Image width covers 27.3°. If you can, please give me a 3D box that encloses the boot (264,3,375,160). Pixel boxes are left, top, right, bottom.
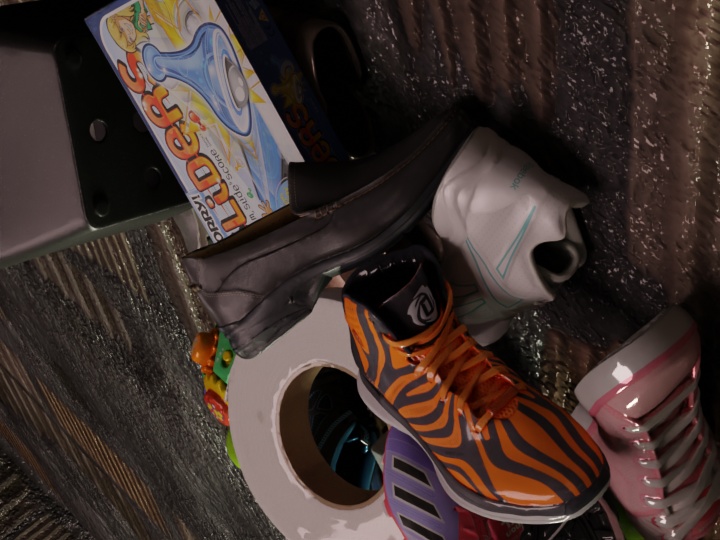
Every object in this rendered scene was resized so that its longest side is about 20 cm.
[{"bbox_3d":[-0.065,-0.149,0.959,0.146,0.070,0.201,9,134,53],"label":"boot"}]

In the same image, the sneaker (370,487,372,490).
[{"bbox_3d":[-0.053,0.120,1.261,0.087,0.074,0.202,-18,86,34],"label":"sneaker"}]

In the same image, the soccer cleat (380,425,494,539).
[{"bbox_3d":[0.064,0.176,0.916,0.076,0.066,0.201,-40,52,47],"label":"soccer cleat"}]

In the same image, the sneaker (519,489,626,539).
[{"bbox_3d":[0.134,0.162,0.905,0.079,0.074,0.200,34,-162,-25],"label":"sneaker"}]

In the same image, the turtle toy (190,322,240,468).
[{"bbox_3d":[-0.091,0.113,1.371,0.145,0.101,0.201,37,155,34],"label":"turtle toy"}]

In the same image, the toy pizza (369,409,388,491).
[{"bbox_3d":[0.042,0.211,1.244,0.200,0.031,0.202,-15,-90,-86],"label":"toy pizza"}]

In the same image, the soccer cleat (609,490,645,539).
[{"bbox_3d":[0.209,0.232,0.985,0.201,0.067,0.081,63,164,-20],"label":"soccer cleat"}]

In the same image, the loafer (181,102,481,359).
[{"bbox_3d":[-0.018,-0.035,0.862,0.072,0.200,0.073,48,-171,-8],"label":"loafer"}]

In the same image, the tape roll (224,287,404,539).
[{"bbox_3d":[-0.010,0.113,1.052,0.202,0.037,0.205,11,108,36],"label":"tape roll"}]

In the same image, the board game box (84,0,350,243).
[{"bbox_3d":[-0.082,-0.096,0.942,0.135,0.034,0.201,-13,111,51],"label":"board game box"}]

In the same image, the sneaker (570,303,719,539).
[{"bbox_3d":[0.172,0.092,0.826,0.105,0.075,0.200,50,167,16],"label":"sneaker"}]

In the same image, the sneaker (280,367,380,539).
[{"bbox_3d":[-0.012,0.120,1.169,0.073,0.201,0.082,21,148,-32],"label":"sneaker"}]

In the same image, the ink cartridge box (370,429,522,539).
[{"bbox_3d":[0.111,0.205,1.124,0.145,0.083,0.201,21,142,53],"label":"ink cartridge box"}]

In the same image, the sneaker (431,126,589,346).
[{"bbox_3d":[0.086,0.000,0.868,0.080,0.071,0.201,27,157,16],"label":"sneaker"}]

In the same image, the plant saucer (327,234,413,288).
[{"bbox_3d":[0.000,0.000,1.091,0.200,0.037,0.201,43,156,23],"label":"plant saucer"}]

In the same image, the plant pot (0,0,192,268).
[{"bbox_3d":[-0.222,-0.106,1.123,0.176,0.199,0.202,1,104,41],"label":"plant pot"}]

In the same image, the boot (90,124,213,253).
[{"bbox_3d":[-0.174,-0.078,1.280,0.199,0.072,0.183,26,134,37],"label":"boot"}]

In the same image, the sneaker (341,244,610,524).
[{"bbox_3d":[0.050,0.058,0.824,0.199,0.077,0.113,29,149,43],"label":"sneaker"}]
